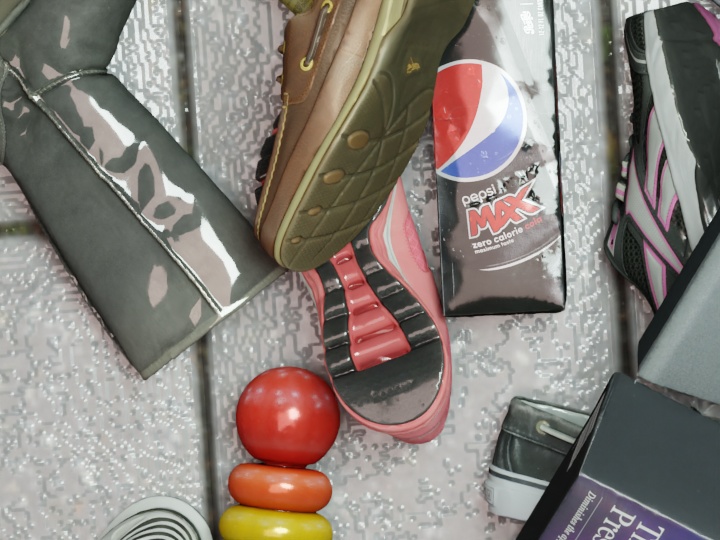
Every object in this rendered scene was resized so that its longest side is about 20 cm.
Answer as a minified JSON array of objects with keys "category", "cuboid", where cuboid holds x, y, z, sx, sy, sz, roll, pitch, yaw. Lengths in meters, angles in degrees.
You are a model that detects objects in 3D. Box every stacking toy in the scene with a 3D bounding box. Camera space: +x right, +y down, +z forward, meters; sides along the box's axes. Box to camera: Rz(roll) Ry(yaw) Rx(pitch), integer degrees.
[{"category":"stacking toy","cuboid":[-0.048,0.149,1.389,0.085,0.085,0.200,5,87,4]}]

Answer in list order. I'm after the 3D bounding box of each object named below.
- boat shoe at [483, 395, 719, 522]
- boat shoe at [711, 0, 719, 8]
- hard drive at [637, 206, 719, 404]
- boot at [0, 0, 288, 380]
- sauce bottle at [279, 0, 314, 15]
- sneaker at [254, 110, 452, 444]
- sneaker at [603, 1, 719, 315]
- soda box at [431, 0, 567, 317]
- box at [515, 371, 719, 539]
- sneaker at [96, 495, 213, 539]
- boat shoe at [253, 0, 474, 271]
[{"category":"boat shoe","cuboid":[0.163,0.105,1.367,0.200,0.072,0.071,8,98,6]},{"category":"boat shoe","cuboid":[0.180,-0.177,1.354,0.200,0.067,0.074,34,98,-20]},{"category":"hard drive","cuboid":[0.230,-0.004,1.241,0.139,0.033,0.200,18,132,-9]},{"category":"boot","cuboid":[-0.109,-0.070,1.380,0.182,0.073,0.200,-43,82,22]},{"category":"sauce bottle","cuboid":[-0.059,-0.197,1.374,0.200,0.065,0.065,44,95,2]},{"category":"sneaker","cuboid":[0.000,0.000,1.379,0.074,0.087,0.200,-17,67,7]},{"category":"sneaker","cuboid":[0.155,-0.036,1.361,0.086,0.080,0.200,-20,74,39]},{"category":"soda box","cuboid":[0.069,-0.078,1.366,0.063,0.071,0.200,-3,93,6]},{"category":"box","cuboid":[0.142,0.163,1.315,0.141,0.079,0.200,25,135,0]},{"category":"sneaker","cuboid":[-0.157,0.202,1.377,0.076,0.115,0.201,39,95,2]},{"category":"boat shoe","cuboid":[-0.004,-0.098,1.319,0.068,0.072,0.200,28,98,30]}]
